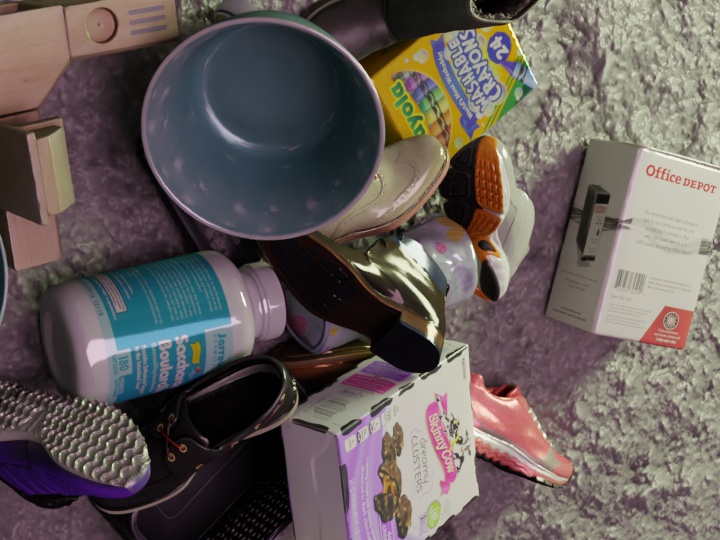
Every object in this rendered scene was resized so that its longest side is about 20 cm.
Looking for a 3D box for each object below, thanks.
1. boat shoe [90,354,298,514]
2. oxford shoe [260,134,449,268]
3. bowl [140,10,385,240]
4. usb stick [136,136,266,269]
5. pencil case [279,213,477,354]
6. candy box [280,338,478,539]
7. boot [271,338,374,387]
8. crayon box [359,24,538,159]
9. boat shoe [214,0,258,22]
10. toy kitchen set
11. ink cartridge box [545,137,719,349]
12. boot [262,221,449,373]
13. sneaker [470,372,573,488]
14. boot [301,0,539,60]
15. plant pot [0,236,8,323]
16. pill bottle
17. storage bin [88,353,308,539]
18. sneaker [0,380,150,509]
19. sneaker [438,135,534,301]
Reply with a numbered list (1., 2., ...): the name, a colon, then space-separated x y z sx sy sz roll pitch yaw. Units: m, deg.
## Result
1. boat shoe: -0.147 0.136 1.374 0.201 0.074 0.063 -30 158 -5
2. oxford shoe: -0.004 -0.072 1.467 0.199 0.071 0.074 -33 150 -14
3. bowl: -0.079 -0.138 1.360 0.199 0.105 0.202 0 121 0
4. usb stick: -0.136 -0.045 1.455 0.055 0.033 0.201 -37 120 -14
5. pencil case: 0.019 0.011 1.538 0.199 0.083 0.091 -19 105 -34
6. candy box: 0.022 0.173 1.486 0.200 0.071 0.169 -31 123 -45
7. boot: -0.005 0.138 1.575 0.199 0.076 0.156 -5 108 -41
8. crayon box: 0.069 -0.174 1.554 0.200 0.051 0.126 -41 121 -19
9. boat shoe: -0.082 -0.149 1.444 0.062 0.072 0.201 -42 124 -21
10. toy kitchen set: -0.216 -0.114 1.302 0.180 0.163 0.201 -16 110 -31
11. ink cartridge box: 0.296 -0.029 1.727 0.146 0.083 0.201 11 95 -36
12. boot: 0.000 0.000 1.451 0.200 0.075 0.097 41 41 -18
13. sneaker: 0.162 0.166 1.688 0.200 0.074 0.087 28 81 -37
14. boot: 0.048 -0.222 1.436 0.182 0.200 0.073 -39 120 -21
15. plant pot: -0.386 0.002 1.228 0.199 0.134 0.202 -9 106 -32
16. pill bottle: -0.167 0.046 1.397 0.199 0.111 0.112 -14 109 -26
17. storage bin: -0.130 0.184 1.476 0.200 0.094 0.135 -46 122 -18
18. sneaker: -0.244 0.159 1.337 0.070 0.199 0.100 -45 137 -37
19. sneaker: 0.132 -0.067 1.597 0.092 0.075 0.201 -47 151 -32
